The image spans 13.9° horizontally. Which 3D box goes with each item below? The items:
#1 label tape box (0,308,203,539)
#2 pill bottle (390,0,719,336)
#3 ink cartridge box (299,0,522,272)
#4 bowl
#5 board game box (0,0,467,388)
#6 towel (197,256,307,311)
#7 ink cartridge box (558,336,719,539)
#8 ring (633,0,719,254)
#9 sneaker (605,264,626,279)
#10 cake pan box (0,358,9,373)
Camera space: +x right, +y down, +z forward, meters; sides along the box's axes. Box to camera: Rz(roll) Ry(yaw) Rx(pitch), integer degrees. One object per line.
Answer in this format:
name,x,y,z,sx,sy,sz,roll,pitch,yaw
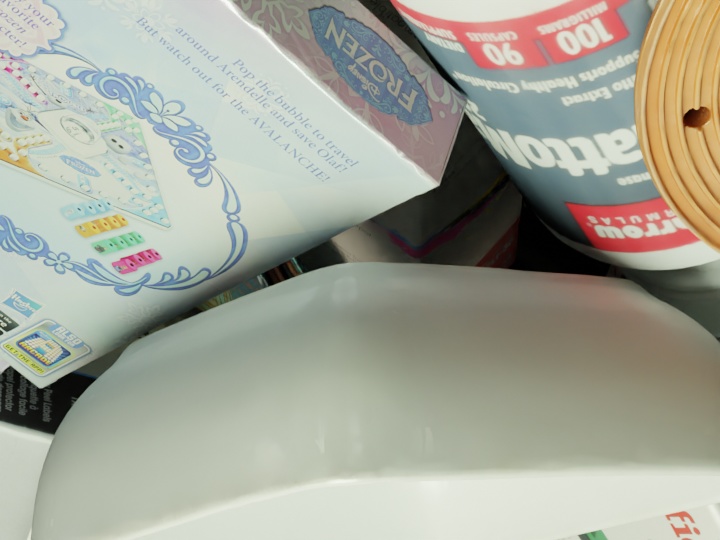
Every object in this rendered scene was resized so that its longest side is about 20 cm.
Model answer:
label tape box,-0.081,0.066,1.153,0.200,0.143,0.066,15,114,-13
pill bottle,0.091,-0.070,0.936,0.120,0.120,0.200,4,147,36
ink cartridge box,-0.001,-0.063,1.053,0.116,0.067,0.200,38,158,17
bowl,0.009,0.049,0.952,0.200,0.075,0.200,3,164,-36
board game box,-0.106,-0.065,0.908,0.200,0.043,0.199,41,138,-24
towel,-0.081,-0.035,1.137,0.200,0.022,0.147,25,148,60
ink cartridge box,0.096,0.085,1.107,0.200,0.084,0.146,-3,126,50
ring,0.175,-0.071,0.864,0.200,0.019,0.200,-9,136,-9
sneaker,0.179,0.014,1.067,0.200,0.076,0.116,17,150,17
cake pan box,-0.151,-0.060,1.002,0.184,0.052,0.200,36,136,-16
